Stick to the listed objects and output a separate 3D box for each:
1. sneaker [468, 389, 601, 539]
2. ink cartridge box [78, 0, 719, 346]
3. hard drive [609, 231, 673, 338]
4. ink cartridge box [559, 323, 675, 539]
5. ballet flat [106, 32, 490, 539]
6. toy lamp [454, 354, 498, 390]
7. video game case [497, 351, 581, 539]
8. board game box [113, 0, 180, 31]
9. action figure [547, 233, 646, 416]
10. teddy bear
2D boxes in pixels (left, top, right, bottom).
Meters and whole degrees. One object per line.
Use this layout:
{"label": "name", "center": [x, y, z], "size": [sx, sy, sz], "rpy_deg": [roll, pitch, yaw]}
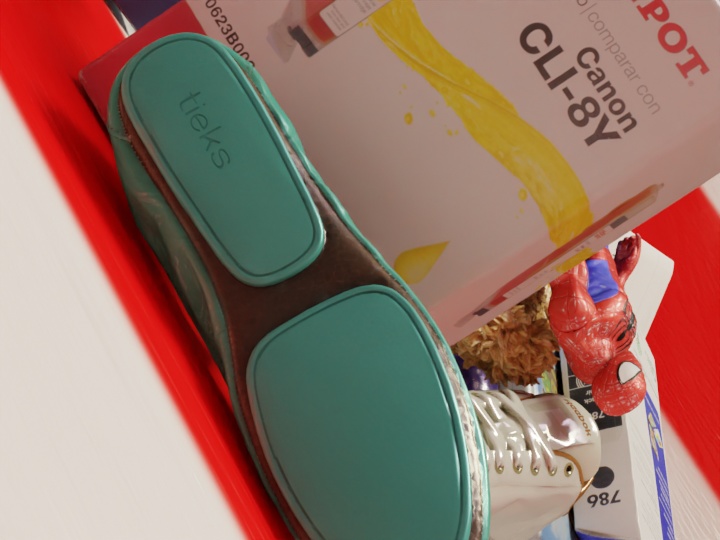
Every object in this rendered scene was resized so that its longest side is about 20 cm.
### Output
{"label": "sneaker", "center": [0.051, 0.069, 0.748], "size": [0.073, 0.084, 0.200], "rpy_deg": [61, 8, 22]}
{"label": "ink cartridge box", "center": [0.025, -0.061, 0.633], "size": [0.146, 0.199, 0.083], "rpy_deg": [58, 5, 14]}
{"label": "hard drive", "center": [0.110, 0.017, 1.099], "size": [0.027, 0.133, 0.200], "rpy_deg": [19, -7, 46]}
{"label": "ink cartridge box", "center": [0.139, 0.107, 0.951], "size": [0.100, 0.039, 0.201], "rpy_deg": [58, 23, -47]}
{"label": "ballet flat", "center": [-0.017, 0.018, 0.549], "size": [0.201, 0.067, 0.070], "rpy_deg": [61, -8, 20]}
{"label": "toy lamp", "center": [0.000, 0.000, 0.825], "size": [0.200, 0.058, 0.058], "rpy_deg": [52, 7, -37]}
{"label": "video game case", "center": [0.110, 0.102, 0.960], "size": [0.182, 0.022, 0.201], "rpy_deg": [59, 25, -45]}
{"label": "board game box", "center": [-0.144, -0.234, 0.857], "size": [0.200, 0.062, 0.200], "rpy_deg": [55, 5, -22]}
{"label": "action figure", "center": [0.102, -0.017, 0.807], "size": [0.066, 0.051, 0.201], "rpy_deg": [63, 19, -47]}
{"label": "teddy bear", "center": [0.048, -0.016, 0.792], "size": [0.200, 0.066, 0.146], "rpy_deg": [39, 40, -53]}
